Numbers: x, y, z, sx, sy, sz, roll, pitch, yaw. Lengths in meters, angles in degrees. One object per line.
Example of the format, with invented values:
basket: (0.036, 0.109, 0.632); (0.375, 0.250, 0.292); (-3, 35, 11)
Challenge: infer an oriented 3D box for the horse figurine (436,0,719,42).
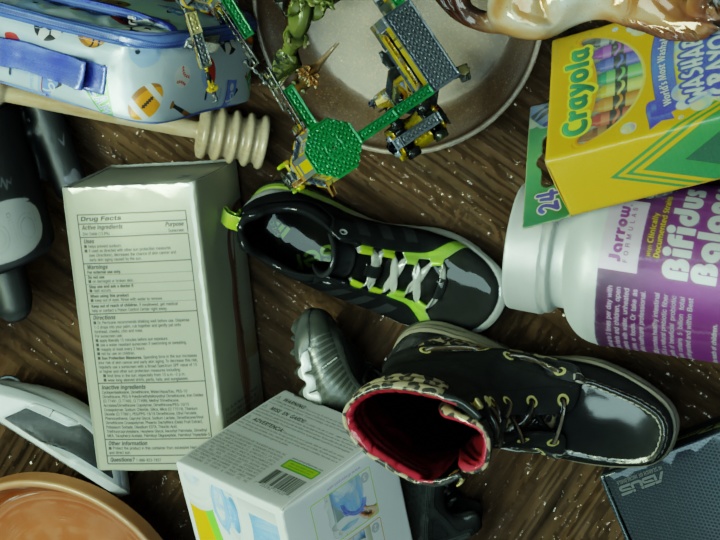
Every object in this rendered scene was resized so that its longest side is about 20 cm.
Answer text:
horse figurine: (0.127, -0.194, 1.568); (0.199, 0.050, 0.133); (-11, 94, 14)

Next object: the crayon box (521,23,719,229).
crayon box: (0.188, -0.106, 1.560); (0.199, 0.126, 0.052); (-15, 129, 19)

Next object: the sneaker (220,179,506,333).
sneaker: (0.000, 0.000, 1.668); (0.199, 0.083, 0.072); (18, 107, 12)

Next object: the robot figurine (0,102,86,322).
robot figurine: (-0.283, -0.058, 1.722); (0.124, 0.150, 0.201); (-7, 102, 45)

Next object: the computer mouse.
computer mouse: (-0.240, 0.092, 1.768); (0.199, 0.110, 0.044); (33, 81, -4)

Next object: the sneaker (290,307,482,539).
sneaker: (0.024, 0.108, 1.697); (0.090, 0.066, 0.201); (-23, 99, 17)

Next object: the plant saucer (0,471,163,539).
plant saucer: (-0.210, 0.233, 1.794); (0.199, 0.032, 0.201); (9, 118, 18)

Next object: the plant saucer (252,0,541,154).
plant saucer: (0.028, -0.178, 1.644); (0.199, 0.037, 0.202); (4, 103, 17)

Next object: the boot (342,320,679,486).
boot: (0.093, 0.095, 1.585); (0.199, 0.151, 0.074); (20, 109, 15)

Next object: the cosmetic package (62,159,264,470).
cosmetic package: (-0.132, 0.030, 1.712); (0.103, 0.087, 0.201); (0, 103, 18)

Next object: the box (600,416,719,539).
box: (0.279, 0.167, 1.639); (0.199, 0.051, 0.158); (-21, 97, 21)

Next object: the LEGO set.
LEGO set: (-0.033, -0.144, 1.580); (0.154, 0.116, 0.200); (-43, 94, -16)

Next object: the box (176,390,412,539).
box: (-0.033, 0.201, 1.666); (0.112, 0.101, 0.201); (19, 130, 45)

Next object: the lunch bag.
lunch bag: (-0.172, -0.150, 1.634); (0.199, 0.160, 0.076); (15, 106, 27)

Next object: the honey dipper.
honey dipper: (-0.160, -0.106, 1.679); (0.199, 0.038, 0.038); (11, 107, -9)

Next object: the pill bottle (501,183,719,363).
pill bottle: (0.195, -0.003, 1.593); (0.199, 0.112, 0.113); (8, 105, 14)
